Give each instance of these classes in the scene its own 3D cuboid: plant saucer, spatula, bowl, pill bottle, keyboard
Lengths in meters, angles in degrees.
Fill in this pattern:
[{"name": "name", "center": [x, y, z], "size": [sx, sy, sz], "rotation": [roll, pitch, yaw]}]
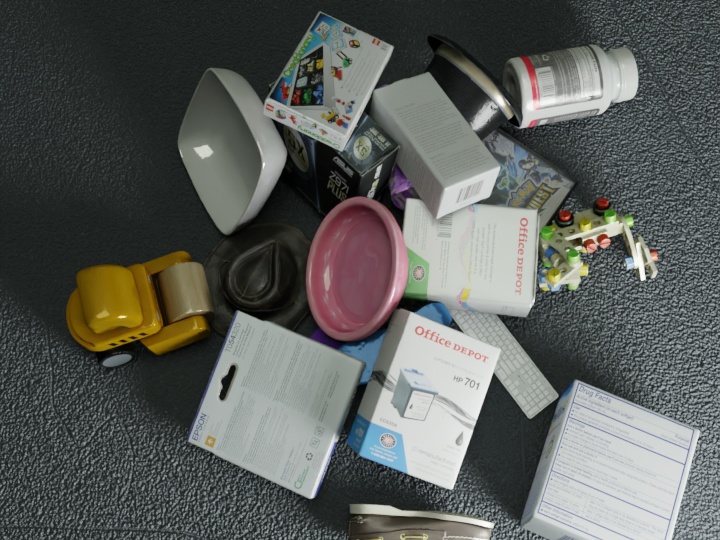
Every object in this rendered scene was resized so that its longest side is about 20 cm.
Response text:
[{"name": "plant saucer", "center": [0.000, 0.000, 1.344], "size": [0.050, 0.199, 0.204], "rotation": [10, 62, -40]}, {"name": "spatula", "center": [-0.013, 0.077, 1.404], "size": [0.056, 0.021, 0.200], "rotation": [39, 69, 24]}, {"name": "bowl", "center": [-0.185, -0.180, 1.420], "size": [0.074, 0.200, 0.202], "rotation": [-14, 65, -36]}, {"name": "pill bottle", "center": [0.335, -0.298, 1.513], "size": [0.196, 0.111, 0.113], "rotation": [-10, 69, -6]}, {"name": "keyboard", "center": [0.209, 0.121, 1.400], "size": [0.056, 0.011, 0.201], "rotation": [-32, 73, -13]}]

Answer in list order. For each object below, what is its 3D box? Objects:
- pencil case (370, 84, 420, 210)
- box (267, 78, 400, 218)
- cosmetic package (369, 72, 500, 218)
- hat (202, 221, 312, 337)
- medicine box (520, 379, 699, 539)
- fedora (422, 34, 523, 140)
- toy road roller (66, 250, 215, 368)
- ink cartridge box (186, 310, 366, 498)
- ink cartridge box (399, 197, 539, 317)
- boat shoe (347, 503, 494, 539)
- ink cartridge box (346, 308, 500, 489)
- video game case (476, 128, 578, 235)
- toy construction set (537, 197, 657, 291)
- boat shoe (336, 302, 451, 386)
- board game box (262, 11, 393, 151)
[{"name": "pencil case", "center": [0.069, -0.192, 1.465], "size": [0.083, 0.085, 0.203], "rotation": [-23, 60, 19]}, {"name": "box", "center": [-0.050, -0.181, 1.421], "size": [0.086, 0.165, 0.200], "rotation": [-37, 74, -28]}, {"name": "cosmetic package", "center": [0.103, -0.184, 1.374], "size": [0.100, 0.072, 0.202], "rotation": [-21, 62, -21]}, {"name": "hat", "center": [-0.150, 0.003, 1.397], "size": [0.196, 0.081, 0.205], "rotation": [0, 68, -1]}, {"name": "medicine box", "center": [0.338, 0.282, 1.292], "size": [0.179, 0.103, 0.203], "rotation": [21, 69, 6]}, {"name": "fedora", "center": [0.155, -0.267, 1.464], "size": [0.200, 0.200, 0.092], "rotation": [44, 93, 14]}, {"name": "toy road roller", "center": [-0.315, 0.046, 1.334], "size": [0.196, 0.146, 0.125], "rotation": [-19, 70, -2]}, {"name": "ink cartridge box", "center": [-0.116, 0.183, 1.319], "size": [0.197, 0.043, 0.200], "rotation": [22, 88, 12]}, {"name": "ink cartridge box", "center": [0.158, -0.018, 1.392], "size": [0.196, 0.088, 0.148], "rotation": [5, 77, 7]}, {"name": "boat shoe", "center": [0.080, 0.352, 1.276], "size": [0.196, 0.072, 0.061], "rotation": [5, 74, 4]}, {"name": "ink cartridge box", "center": [0.086, 0.172, 1.294], "size": [0.144, 0.086, 0.203], "rotation": [21, 87, -11]}, {"name": "video game case", "center": [0.214, -0.113, 1.484], "size": [0.179, 0.026, 0.201], "rotation": [35, 72, 11]}, {"name": "toy construction set", "center": [0.349, -0.034, 1.422], "size": [0.196, 0.093, 0.132], "rotation": [-6, 44, -12]}, {"name": "boat shoe", "center": [0.044, 0.117, 1.368], "size": [0.197, 0.069, 0.086], "rotation": [-21, 80, -6]}, {"name": "board game box", "center": [-0.043, -0.275, 1.360], "size": [0.124, 0.035, 0.202], "rotation": [25, 57, 1]}]
